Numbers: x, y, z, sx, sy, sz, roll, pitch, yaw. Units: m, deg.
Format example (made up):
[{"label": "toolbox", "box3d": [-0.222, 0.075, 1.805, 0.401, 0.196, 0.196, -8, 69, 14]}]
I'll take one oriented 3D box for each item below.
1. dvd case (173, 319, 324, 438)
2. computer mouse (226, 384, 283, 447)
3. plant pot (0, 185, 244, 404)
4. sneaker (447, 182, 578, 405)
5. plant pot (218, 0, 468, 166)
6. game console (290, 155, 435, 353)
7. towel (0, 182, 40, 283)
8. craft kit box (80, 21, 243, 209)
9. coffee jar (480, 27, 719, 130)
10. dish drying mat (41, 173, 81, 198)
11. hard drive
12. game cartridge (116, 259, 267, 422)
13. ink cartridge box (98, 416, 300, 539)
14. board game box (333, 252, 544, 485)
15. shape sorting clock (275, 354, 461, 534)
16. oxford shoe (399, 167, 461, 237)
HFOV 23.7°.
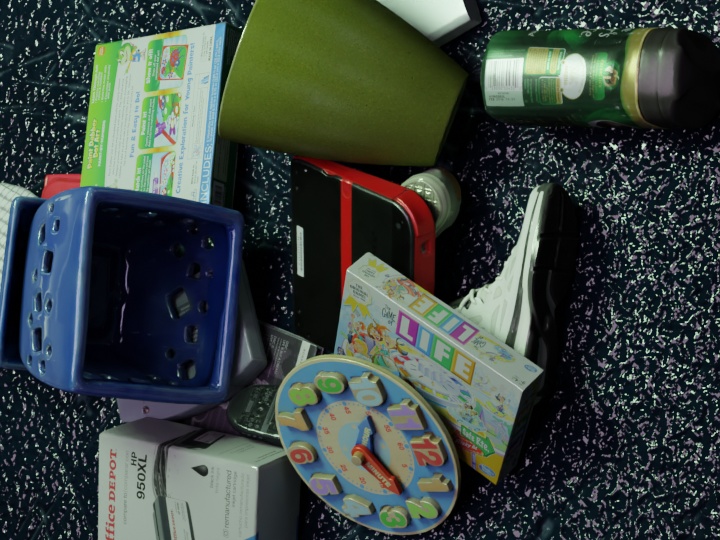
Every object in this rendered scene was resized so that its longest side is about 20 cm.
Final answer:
[{"label": "dvd case", "box3d": [-0.132, 0.121, 1.789, 0.199, 0.016, 0.150, 19, 97, 38]}, {"label": "computer mouse", "box3d": [-0.044, 0.157, 1.697, 0.199, 0.034, 0.059, 13, 63, 25]}, {"label": "plant pot", "box3d": [-0.251, 0.024, 1.721, 0.179, 0.199, 0.202, 4, 87, 45]}, {"label": "sneaker", "box3d": [0.125, 0.015, 1.563, 0.115, 0.075, 0.202, 12, 96, 36]}, {"label": "plant pot", "box3d": [-0.007, -0.176, 1.614, 0.199, 0.187, 0.188, 22, 101, 3]}, {"label": "game console", "box3d": [0.000, 0.000, 1.648, 0.176, 0.031, 0.201, 25, 125, 41]}, {"label": "towel", "box3d": [-0.385, -0.002, 1.892, 0.199, 0.086, 0.166, 23, 75, 48]}, {"label": "craft kit box", "box3d": [-0.214, -0.154, 1.847, 0.196, 0.048, 0.202, -2, 78, 35]}, {"label": "coffee jar", "box3d": [0.211, -0.167, 1.496, 0.199, 0.104, 0.086, 5, 92, 37]}, {"label": "dish drying mat", "box3d": [-0.288, -0.069, 1.925, 0.199, 0.018, 0.077, 3, 89, 38]}, {"label": "hard drive", "box3d": [0.018, -0.259, 1.701, 0.199, 0.026, 0.133, -27, 70, 33]}, {"label": "game cartridge", "box3d": [-0.184, 0.084, 1.801, 0.199, 0.041, 0.134, -25, 66, 34]}, {"label": "ink cartridge box", "box3d": [-0.165, 0.240, 1.734, 0.199, 0.084, 0.146, 8, 101, 30]}, {"label": "board game box", "box3d": [0.066, 0.089, 1.559, 0.199, 0.034, 0.135, 34, 140, 23]}, {"label": "shape sorting clock", "box3d": [0.004, 0.166, 1.607, 0.199, 0.039, 0.201, 16, 126, 22]}, {"label": "oxford shoe", "box3d": [0.031, -0.037, 1.657, 0.075, 0.058, 0.200, 54, 134, 3]}]
